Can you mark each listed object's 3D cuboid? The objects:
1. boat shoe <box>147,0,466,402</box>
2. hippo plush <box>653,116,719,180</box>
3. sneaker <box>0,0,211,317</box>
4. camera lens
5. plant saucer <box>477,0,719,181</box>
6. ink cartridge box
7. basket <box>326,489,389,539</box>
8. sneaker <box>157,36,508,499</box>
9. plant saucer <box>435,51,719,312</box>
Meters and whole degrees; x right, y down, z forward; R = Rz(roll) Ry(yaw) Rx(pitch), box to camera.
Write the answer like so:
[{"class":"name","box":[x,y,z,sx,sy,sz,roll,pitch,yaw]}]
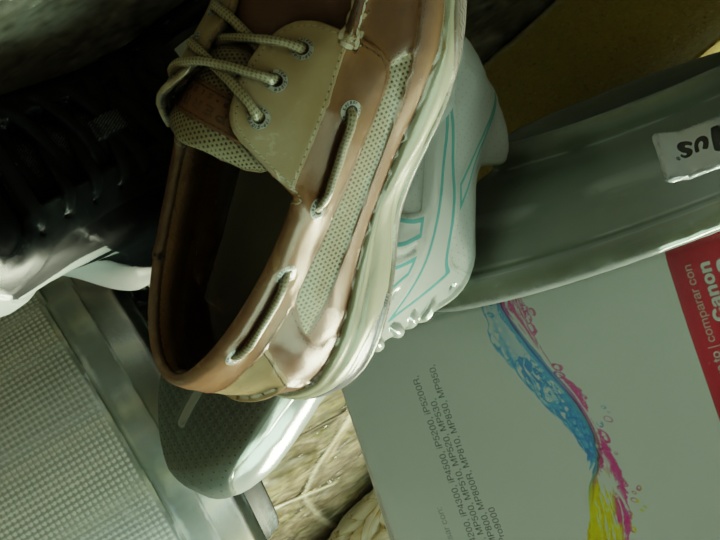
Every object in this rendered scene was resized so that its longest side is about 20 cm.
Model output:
[{"class":"boat shoe","box":[-0.021,-0.051,0.888,0.072,0.076,0.201,-9,114,-44]},{"class":"hippo plush","box":[0.183,-0.127,0.961,0.199,0.162,0.159,-13,-157,-9]},{"class":"sneaker","box":[-0.082,-0.048,0.931,0.112,0.073,0.200,-41,170,17]},{"class":"camera lens","box":[-0.140,0.097,1.063,0.199,0.160,0.160,-30,163,-7]},{"class":"plant saucer","box":[0.127,-0.080,1.239,0.200,0.049,0.200,-41,161,26]},{"class":"ink cartridge box","box":[0.116,0.052,1.168,0.199,0.145,0.145,-16,-172,29]},{"class":"basket","box":[0.070,0.164,1.693,0.135,0.124,0.200,-18,158,-38]},{"class":"sneaker","box":[0.000,0.000,1.017,0.080,0.070,0.201,48,59,-37]},{"class":"plant saucer","box":[0.106,-0.042,1.101,0.199,0.050,0.200,-21,-175,2]}]
